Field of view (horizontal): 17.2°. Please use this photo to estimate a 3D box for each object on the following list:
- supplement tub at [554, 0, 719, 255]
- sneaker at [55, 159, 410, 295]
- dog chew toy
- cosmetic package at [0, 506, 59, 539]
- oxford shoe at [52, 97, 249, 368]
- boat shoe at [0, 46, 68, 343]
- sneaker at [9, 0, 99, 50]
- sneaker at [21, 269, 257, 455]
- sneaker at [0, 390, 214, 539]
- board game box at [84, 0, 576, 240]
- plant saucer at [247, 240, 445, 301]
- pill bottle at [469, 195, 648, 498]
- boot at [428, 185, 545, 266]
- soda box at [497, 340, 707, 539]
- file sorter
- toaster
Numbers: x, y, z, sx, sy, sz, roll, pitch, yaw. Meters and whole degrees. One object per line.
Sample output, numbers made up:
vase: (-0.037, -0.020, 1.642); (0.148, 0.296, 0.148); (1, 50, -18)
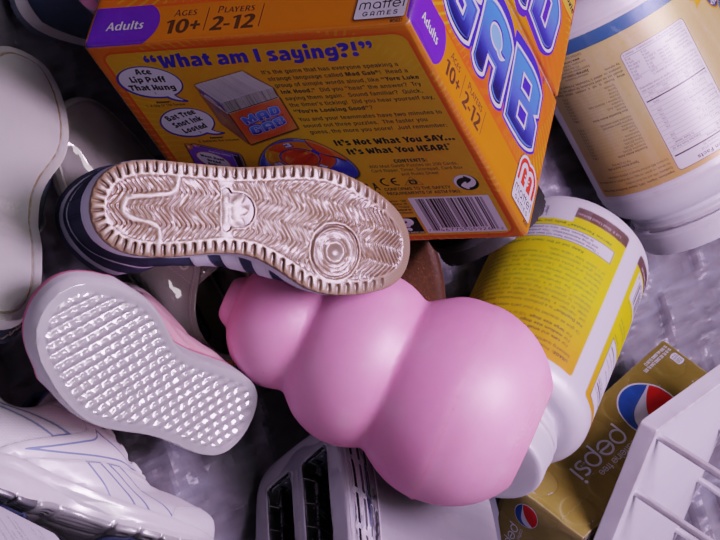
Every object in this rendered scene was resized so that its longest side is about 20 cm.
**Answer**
supplement tub: (0.212, -0.128, 1.704); (0.145, 0.144, 0.201); (-42, 109, -39)
sneaker: (-0.078, -0.025, 1.365); (0.199, 0.108, 0.071); (9, 83, -26)
dog chew toy: (0.011, 0.057, 1.408); (0.199, 0.125, 0.125); (25, 59, 4)
cosmetic package: (-0.252, 0.159, 1.240); (0.200, 0.081, 0.113); (30, 94, -34)
oxford shoe: (-0.120, -0.021, 1.442); (0.075, 0.058, 0.201); (-43, 108, -37)
boat shoe: (-0.209, -0.039, 1.356); (0.075, 0.062, 0.201); (15, 51, -27)
sneaker: (-0.114, -0.165, 1.460); (0.199, 0.082, 0.071); (1, 76, -43)
sneaker: (-0.149, 0.041, 1.358); (0.076, 0.104, 0.200); (-56, 144, -2)
sneaker: (-0.161, 0.117, 1.368); (0.200, 0.074, 0.088); (27, 54, -38)
board game box: (-0.007, -0.153, 1.387); (0.200, 0.199, 0.201); (56, 40, -49)
plant saucer: (0.000, 0.000, 1.527); (0.200, 0.037, 0.201); (29, 52, -45)
pill bottle: (0.116, 0.052, 1.591); (0.109, 0.109, 0.200); (48, 47, -24)
boot: (0.040, -0.105, 1.547); (0.158, 0.079, 0.211); (54, 10, -24)
soda box: (0.175, 0.134, 1.653); (0.068, 0.064, 0.200); (37, 47, 18)
file sorter: (0.237, 0.187, 1.594); (0.139, 0.124, 0.201); (-26, 142, -50)
toaster: (0.012, 0.180, 1.466); (0.129, 0.114, 0.201); (27, 42, -32)
